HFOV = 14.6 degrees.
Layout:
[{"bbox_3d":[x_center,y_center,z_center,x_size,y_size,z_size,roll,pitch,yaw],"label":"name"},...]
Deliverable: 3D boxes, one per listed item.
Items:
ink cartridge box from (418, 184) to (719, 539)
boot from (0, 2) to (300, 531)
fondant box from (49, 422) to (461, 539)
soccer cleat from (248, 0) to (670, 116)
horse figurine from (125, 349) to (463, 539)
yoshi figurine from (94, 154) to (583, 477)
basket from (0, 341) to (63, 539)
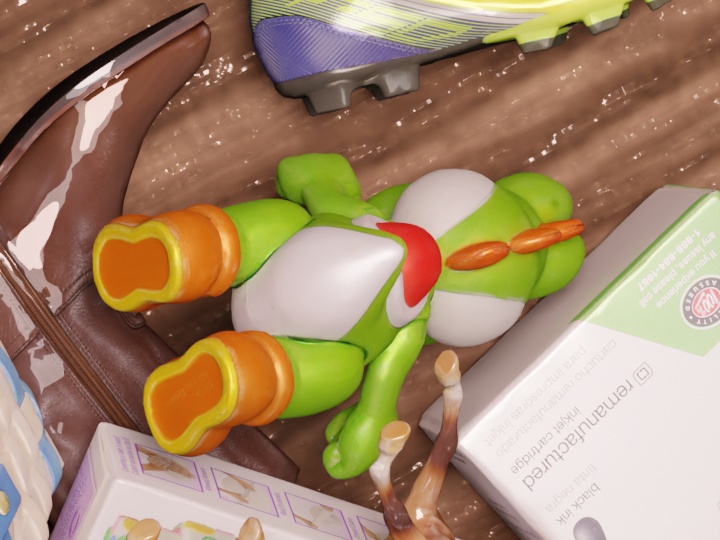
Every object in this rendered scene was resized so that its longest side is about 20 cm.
[{"bbox_3d":[0.145,0.087,1.129,0.145,0.084,0.200,-44,99,-5],"label":"ink cartridge box"},{"bbox_3d":[-0.075,0.023,1.102,0.186,0.064,0.200,-41,100,-3],"label":"boot"},{"bbox_3d":[-0.033,0.159,1.080,0.199,0.058,0.145,19,107,-18],"label":"fondant box"},{"bbox_3d":[0.051,-0.124,1.114,0.199,0.065,0.084,-18,93,-8],"label":"soccer cleat"},{"bbox_3d":[-0.011,0.119,0.991,0.199,0.050,0.133,-30,131,-24],"label":"horse figurine"},{"bbox_3d":[-0.007,0.009,1.062,0.199,0.112,0.113,-14,127,-39],"label":"yoshi figurine"},{"bbox_3d":[-0.196,0.103,0.991,0.176,0.200,0.140,-11,116,25],"label":"basket"}]
